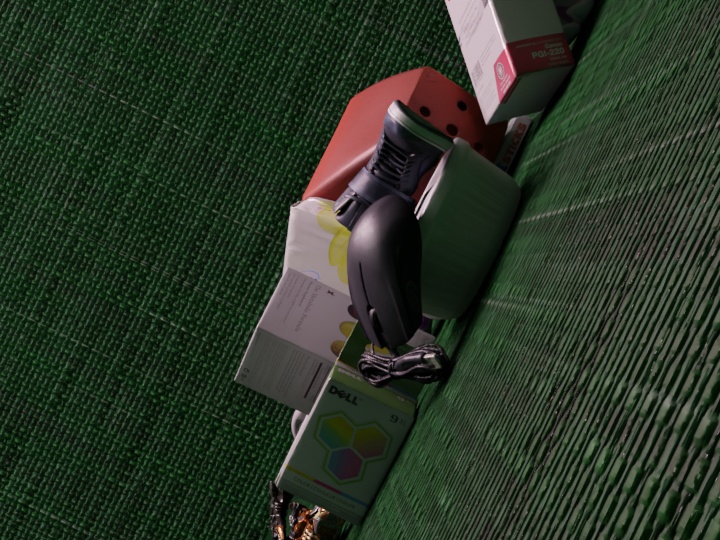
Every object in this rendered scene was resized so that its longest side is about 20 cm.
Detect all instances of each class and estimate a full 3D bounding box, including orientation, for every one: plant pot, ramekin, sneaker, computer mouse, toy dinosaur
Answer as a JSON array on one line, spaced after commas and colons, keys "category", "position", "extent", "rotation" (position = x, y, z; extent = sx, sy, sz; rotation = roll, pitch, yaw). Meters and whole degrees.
[{"category": "plant pot", "position": [0.076, -0.143, 1.804], "extent": [0.176, 0.200, 0.200], "rotation": [-39, 22, 56]}, {"category": "ramekin", "position": [0.102, -0.038, 1.549], "extent": [0.202, 0.094, 0.203], "rotation": [-155, 90, -89]}, {"category": "sneaker", "position": [0.030, -0.102, 1.508], "extent": [0.146, 0.077, 0.202], "rotation": [-52, -8, 1]}, {"category": "sneaker", "position": [0.233, -0.374, 1.750], "extent": [0.200, 0.140, 0.078], "rotation": [-64, 1, -8]}, {"category": "computer mouse", "position": [0.025, 0.021, 1.443], "extent": [0.138, 0.053, 0.200], "rotation": [-10, 83, 52]}, {"category": "toy dinosaur", "position": [-0.075, 0.332, 1.708], "extent": [0.200, 0.102, 0.136], "rotation": [-40, 30, 27]}]

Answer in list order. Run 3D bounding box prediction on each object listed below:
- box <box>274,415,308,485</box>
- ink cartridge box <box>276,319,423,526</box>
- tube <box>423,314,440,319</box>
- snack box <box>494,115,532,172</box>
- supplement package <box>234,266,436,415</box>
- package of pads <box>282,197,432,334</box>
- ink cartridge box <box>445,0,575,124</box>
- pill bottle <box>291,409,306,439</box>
[{"category": "box", "position": [-0.021, 0.198, 1.843], "extent": [0.200, 0.097, 0.124], "rotation": [-64, 1, -35]}, {"category": "ink cartridge box", "position": [-0.003, 0.169, 1.535], "extent": [0.200, 0.104, 0.059], "rotation": [-63, 2, 18]}, {"category": "tube", "position": [0.123, -0.028, 1.698], "extent": [0.200, 0.050, 0.077], "rotation": [-58, 1, -35]}, {"category": "snack box", "position": [0.169, -0.110, 1.837], "extent": [0.200, 0.024, 0.072], "rotation": [-64, 2, -4]}, {"category": "supplement package", "position": [-0.029, 0.105, 1.665], "extent": [0.110, 0.200, 0.114], "rotation": [116, 178, -45]}, {"category": "package of pads", "position": [0.000, 0.000, 1.749], "extent": [0.068, 0.200, 0.155], "rotation": [-34, -45, -64]}, {"category": "ink cartridge box", "position": [0.175, -0.301, 1.697], "extent": [0.146, 0.085, 0.200], "rotation": [120, 134, -71]}, {"category": "pill bottle", "position": [-0.025, 0.181, 2.057], "extent": [0.111, 0.111, 0.200], "rotation": [-63, 2, 33]}]
